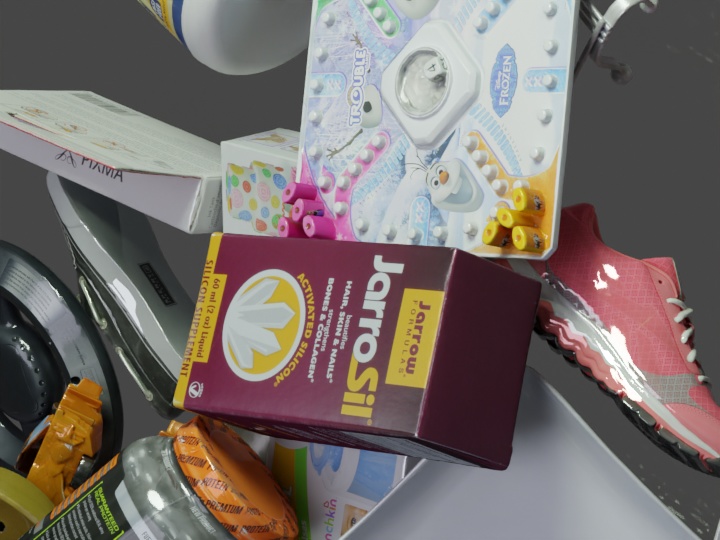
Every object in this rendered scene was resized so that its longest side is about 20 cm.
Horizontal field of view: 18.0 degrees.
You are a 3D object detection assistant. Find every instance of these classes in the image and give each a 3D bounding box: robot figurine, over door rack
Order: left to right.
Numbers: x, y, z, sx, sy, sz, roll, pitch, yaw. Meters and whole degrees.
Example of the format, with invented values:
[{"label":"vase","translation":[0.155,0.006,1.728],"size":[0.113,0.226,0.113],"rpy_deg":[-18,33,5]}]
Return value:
[{"label":"robot figurine","translation":[-0.191,0.175,1.578],"size":[0.144,0.058,0.201],"rpy_deg":[26,126,-3]},{"label":"over door rack","translation":[0.090,-0.145,1.380],"size":[0.148,0.066,0.200],"rpy_deg":[54,135,23]}]

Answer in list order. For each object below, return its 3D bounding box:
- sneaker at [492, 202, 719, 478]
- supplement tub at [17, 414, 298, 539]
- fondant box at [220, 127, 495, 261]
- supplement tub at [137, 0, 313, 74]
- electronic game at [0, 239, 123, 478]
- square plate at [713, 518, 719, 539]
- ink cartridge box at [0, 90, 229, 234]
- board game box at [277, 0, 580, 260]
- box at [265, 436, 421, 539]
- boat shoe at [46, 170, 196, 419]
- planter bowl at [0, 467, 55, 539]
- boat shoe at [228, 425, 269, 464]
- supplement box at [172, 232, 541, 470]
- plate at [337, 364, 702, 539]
[{"label":"sneaker","translation":[0.167,0.037,1.320],"size":[0.200,0.074,0.087],"rpy_deg":[43,89,17]},{"label":"supplement tub","translation":[-0.142,0.186,1.381],"size":[0.200,0.122,0.123],"rpy_deg":[-40,68,11]},{"label":"fondant box","translation":[0.000,0.000,1.427],"size":[0.199,0.058,0.145],"rpy_deg":[16,115,39]},{"label":"supplement tub","translation":[-0.107,-0.237,1.469],"size":[0.200,0.144,0.145],"rpy_deg":[44,117,27]},{"label":"electronic game","translation":[-0.243,0.071,1.625],"size":[0.199,0.042,0.201],"rpy_deg":[24,129,34]},{"label":"square plate","translation":[0.304,0.113,1.233],"size":[0.199,0.028,0.200],"rpy_deg":[21,105,28]},{"label":"ink cartridge box","translation":[-0.176,-0.076,1.510],"size":[0.199,0.176,0.045],"rpy_deg":[23,105,35]},{"label":"board game box","translation":[0.036,-0.111,1.328],"size":[0.199,0.026,0.202],"rpy_deg":[3,87,41]},{"label":"box","translation":[0.004,0.182,1.432],"size":[0.112,0.101,0.202],"rpy_deg":[14,101,36]},{"label":"boat shoe","translation":[-0.170,0.012,1.577],"size":[0.064,0.071,0.201],"rpy_deg":[-44,69,29]},{"label":"planter bowl","translation":[-0.257,0.192,1.521],"size":[0.199,0.084,0.202],"rpy_deg":[9,123,14]},{"label":"boat shoe","translation":[-0.081,0.151,1.513],"size":[0.072,0.072,0.201],"rpy_deg":[27,109,30]},{"label":"supplement box","translation":[-0.004,0.044,1.316],"size":[0.199,0.085,0.111],"rpy_deg":[4,77,43]},{"label":"plate","translation":[0.095,0.188,1.339],"size":[0.200,0.032,0.200],"rpy_deg":[44,98,-4]}]
